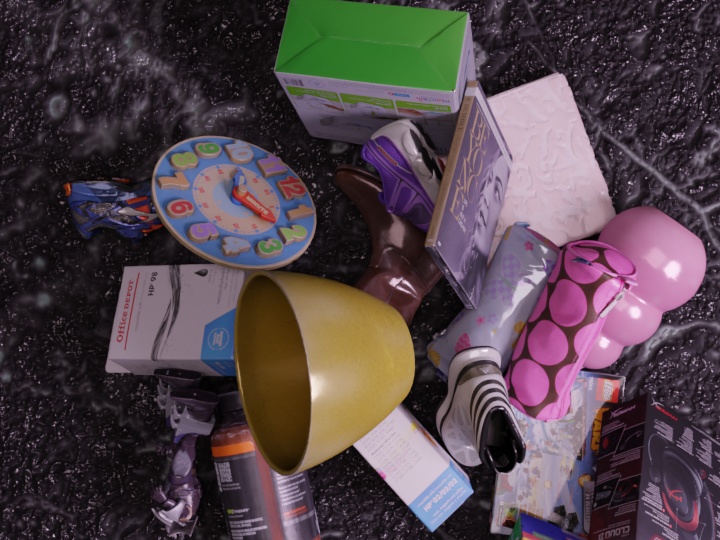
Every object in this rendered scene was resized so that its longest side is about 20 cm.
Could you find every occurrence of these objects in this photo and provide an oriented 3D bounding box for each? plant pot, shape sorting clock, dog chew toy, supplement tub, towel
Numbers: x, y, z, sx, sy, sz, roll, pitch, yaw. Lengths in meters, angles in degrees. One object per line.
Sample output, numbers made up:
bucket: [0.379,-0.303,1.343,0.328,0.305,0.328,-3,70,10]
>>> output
plant pot: [-0.030,0.094,0.911,0.141,0.200,0.202,-6,85,-28]
shape sorting clock: [-0.144,-0.083,1.040,0.200,0.200,0.039,40,131,5]
dog chew toy: [0.301,0.027,1.026,0.124,0.125,0.201,36,103,5]
supplement tub: [-0.113,0.236,1.038,0.106,0.107,0.202,-12,86,2]
towel: [0.191,-0.115,1.082,0.189,0.032,0.202,-20,85,3]

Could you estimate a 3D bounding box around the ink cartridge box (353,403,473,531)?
ink cartridge box: [0.036,0.192,1.027,0.068,0.115,0.200,-43,85,-1]

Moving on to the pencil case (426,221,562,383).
pencil case: [0.160,0.045,1.031,0.091,0.083,0.201,41,104,35]

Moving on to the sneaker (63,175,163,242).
sneaker: [-0.259,-0.074,1.092,0.198,0.075,0.079,1,102,6]

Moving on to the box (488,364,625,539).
box: [0.230,0.215,1.053,0.135,0.040,0.202,8,87,5]

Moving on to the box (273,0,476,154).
box: [0.025,-0.212,1.008,0.198,0.177,0.098,9,78,13]

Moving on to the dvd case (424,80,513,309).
dvd case: [0.123,-0.079,0.971,0.016,0.149,0.202,4,65,28]

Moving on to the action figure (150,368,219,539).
action figure: [-0.206,0.216,1.017,0.069,0.130,0.202,2,110,-17]

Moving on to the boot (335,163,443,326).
boot: [0.000,0.000,1.034,0.186,0.064,0.201,36,71,-3]

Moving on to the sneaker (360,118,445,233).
sneaker: [0.068,-0.078,1.011,0.083,0.081,0.201,-22,116,25]

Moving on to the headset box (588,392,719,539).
headset box: [0.327,0.259,0.957,0.148,0.075,0.201,32,50,-16]

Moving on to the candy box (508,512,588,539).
candy box: [0.219,0.402,1.005,0.168,0.077,0.202,22,99,3]

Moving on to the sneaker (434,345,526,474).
sneaker: [0.129,0.186,0.975,0.075,0.202,0.116,-8,48,-3]

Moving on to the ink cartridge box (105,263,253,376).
ink cartridge box: [-0.218,0.058,1.040,0.198,0.067,0.117,-2,68,17]

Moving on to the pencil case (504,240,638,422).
pencil case: [0.224,0.069,0.964,0.094,0.090,0.202,43,124,42]
